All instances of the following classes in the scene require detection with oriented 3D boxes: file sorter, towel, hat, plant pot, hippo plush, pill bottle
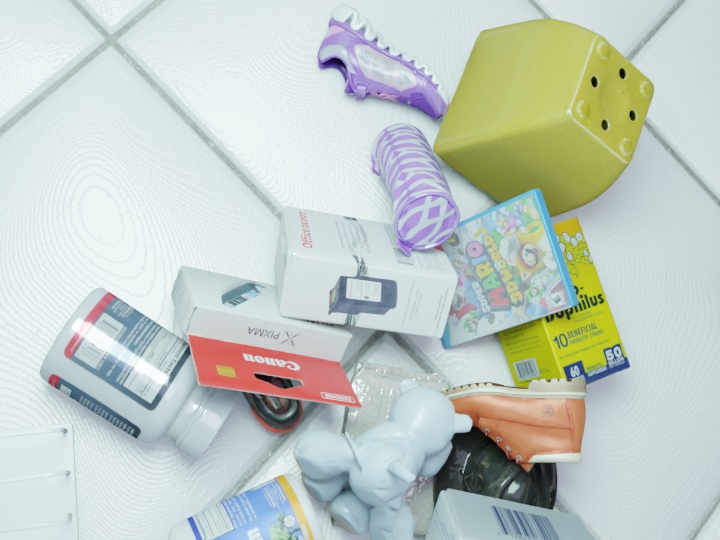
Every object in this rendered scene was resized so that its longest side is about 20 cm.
[{"bbox_3d":[-0.370,0.267,0.960,0.137,0.124,0.203,-3,80,-16],"label":"file sorter"},{"bbox_3d":[0.039,0.219,1.128,0.131,0.034,0.203,10,77,-12],"label":"towel"},{"bbox_3d":[0.184,0.261,1.124,0.198,0.081,0.204,4,80,-21],"label":"hat"},{"bbox_3d":[0.249,-0.195,1.154,0.194,0.199,0.196,32,72,-27],"label":"plant pot"},{"bbox_3d":[0.027,0.194,1.041,0.158,0.201,0.161,26,51,22],"label":"hippo plush"},{"bbox_3d":[-0.146,0.316,1.018,0.198,0.112,0.113,-22,85,-18],"label":"pill bottle"},{"bbox_3d":[-0.243,0.121,1.026,0.199,0.120,0.120,34,73,-7],"label":"pill bottle"}]

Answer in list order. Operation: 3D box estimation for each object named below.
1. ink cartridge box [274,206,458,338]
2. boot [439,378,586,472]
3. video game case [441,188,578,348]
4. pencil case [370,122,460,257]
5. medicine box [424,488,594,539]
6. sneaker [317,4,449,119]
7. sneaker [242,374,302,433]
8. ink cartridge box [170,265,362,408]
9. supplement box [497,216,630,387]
[{"bbox_3d":[0.000,0.000,1.094,0.197,0.145,0.085,9,113,-12],"label":"ink cartridge box"},{"bbox_3d":[0.167,0.183,1.080,0.197,0.075,0.109,-4,84,23],"label":"boot"},{"bbox_3d":[0.160,0.002,1.127,0.018,0.199,0.145,-12,81,-48],"label":"video game case"},{"bbox_3d":[0.060,-0.105,1.114,0.085,0.201,0.084,-38,120,14],"label":"pencil case"},{"bbox_3d":[0.156,0.378,1.052,0.180,0.103,0.202,13,106,-12],"label":"medicine box"},{"bbox_3d":[0.024,-0.253,1.199,0.199,0.080,0.089,36,79,-1],"label":"sneaker"},{"bbox_3d":[-0.133,0.101,1.078,0.077,0.082,0.200,-41,88,-17],"label":"sneaker"},{"bbox_3d":[-0.101,0.073,1.029,0.198,0.177,0.045,13,114,-28],"label":"ink cartridge box"},{"bbox_3d":[0.241,0.051,1.170,0.108,0.109,0.202,-16,84,-26],"label":"supplement box"}]
